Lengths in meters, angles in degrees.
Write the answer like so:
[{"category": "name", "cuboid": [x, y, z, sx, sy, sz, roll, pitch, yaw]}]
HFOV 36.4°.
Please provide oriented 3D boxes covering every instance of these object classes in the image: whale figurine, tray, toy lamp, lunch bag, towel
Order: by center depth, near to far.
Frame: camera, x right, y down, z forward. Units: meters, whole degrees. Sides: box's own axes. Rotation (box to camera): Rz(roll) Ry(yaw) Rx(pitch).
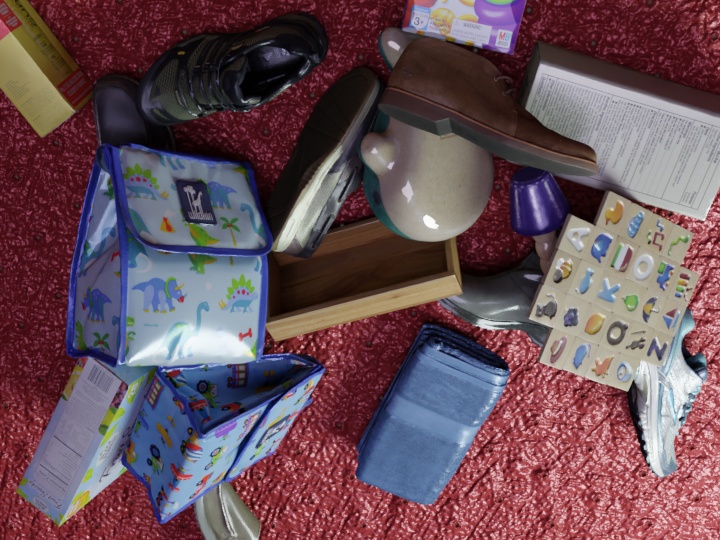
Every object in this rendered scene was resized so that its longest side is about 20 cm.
[{"category": "whale figurine", "cuboid": [0.051, -0.129, 1.033, 0.103, 0.158, 0.203, 5, 110, 53]}, {"category": "toy lamp", "cuboid": [0.184, -0.003, 1.033, 0.057, 0.059, 0.202, -14, 119, 13]}, {"category": "lunch bag", "cuboid": [-0.178, -0.013, 1.043, 0.126, 0.168, 0.204, 2, 89, 46]}, {"category": "tray", "cuboid": [0.000, 0.000, 1.100, 0.197, 0.100, 0.037, -15, 140, 14]}, {"category": "lunch bag", "cuboid": [-0.134, 0.159, 1.161, 0.094, 0.198, 0.152, 49, 132, 25]}, {"category": "towel", "cuboid": [0.076, 0.160, 1.198, 0.110, 0.049, 0.202, 24, 115, -5]}]

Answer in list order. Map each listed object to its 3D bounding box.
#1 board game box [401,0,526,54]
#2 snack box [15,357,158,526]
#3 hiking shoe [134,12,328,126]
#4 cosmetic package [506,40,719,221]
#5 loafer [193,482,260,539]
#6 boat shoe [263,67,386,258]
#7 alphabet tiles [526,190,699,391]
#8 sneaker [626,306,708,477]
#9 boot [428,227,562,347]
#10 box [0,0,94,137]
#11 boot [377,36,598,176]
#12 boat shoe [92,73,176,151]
[{"category": "board game box", "cuboid": [0.105, -0.306, 0.939, 0.103, 0.103, 0.203, 11, 117, 1]}, {"category": "snack box", "cuboid": [-0.260, 0.146, 1.158, 0.067, 0.169, 0.202, 33, 115, 8]}, {"category": "hiking shoe", "cuboid": [-0.128, -0.185, 1.022, 0.197, 0.101, 0.077, -21, 110, 11]}, {"category": "cosmetic package", "cuboid": [0.244, -0.132, 1.025, 0.197, 0.073, 0.105, 17, 117, -2]}, {"category": "loafer", "cuboid": [-0.152, 0.288, 1.280, 0.068, 0.076, 0.203, -9, 119, -2]}, {"category": "boat shoe", "cuboid": [-0.029, -0.102, 1.078, 0.065, 0.072, 0.202, 22, 106, -37]}, {"category": "alphabet tiles", "cuboid": [0.243, 0.023, 1.033, 0.198, 0.006, 0.169, 19, 95, -36]}, {"category": "sneaker", "cuboid": [0.323, 0.127, 1.140, 0.085, 0.078, 0.203, -11, 114, 8]}, {"category": "boot", "cuboid": [0.171, -0.001, 1.108, 0.197, 0.068, 0.132, 20, 112, -12]}, {"category": "box", "cuboid": [-0.341, -0.230, 1.044, 0.050, 0.076, 0.201, -30, 108, 18]}, {"category": "boot", "cuboid": [0.119, -0.139, 0.940, 0.197, 0.074, 0.076, 23, 85, 3]}, {"category": "boat shoe", "cuboid": [-0.220, -0.095, 1.094, 0.073, 0.074, 0.203, -11, 114, 11]}]
